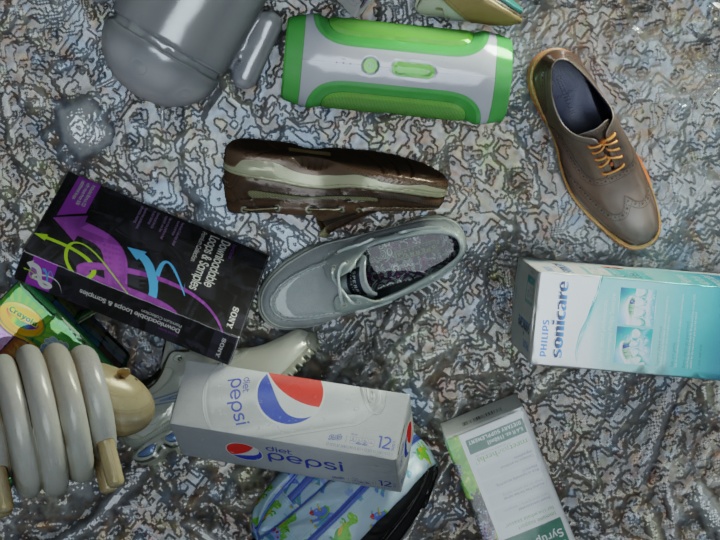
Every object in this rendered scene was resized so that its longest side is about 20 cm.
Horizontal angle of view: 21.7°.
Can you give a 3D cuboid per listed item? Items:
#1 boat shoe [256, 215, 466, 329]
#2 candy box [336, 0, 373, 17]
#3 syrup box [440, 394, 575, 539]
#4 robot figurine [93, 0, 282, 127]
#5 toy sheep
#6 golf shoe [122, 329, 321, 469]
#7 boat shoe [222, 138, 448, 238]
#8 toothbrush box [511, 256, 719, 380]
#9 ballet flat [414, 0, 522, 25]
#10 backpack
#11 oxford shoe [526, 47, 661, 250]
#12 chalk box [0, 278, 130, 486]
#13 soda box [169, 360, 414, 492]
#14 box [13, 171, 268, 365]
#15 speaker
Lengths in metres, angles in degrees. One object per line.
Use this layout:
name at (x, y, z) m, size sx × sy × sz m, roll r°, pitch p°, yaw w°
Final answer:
boat shoe at (0.001, 0.001, 1.684) m, size 0.200 × 0.072 × 0.070 m, roll -21°, pitch 96°, yaw 0°
candy box at (-0.017, -0.343, 1.597) m, size 0.200 × 0.072 × 0.168 m, roll 42°, pitch 62°, yaw 3°
syrup box at (0.145, 0.223, 1.709) m, size 0.078 × 0.081 × 0.201 m, roll -21°, pitch 95°, yaw 1°
robot figurine at (-0.150, -0.227, 1.633) m, size 0.169 × 0.113 × 0.201 m, roll 31°, pitch 94°, yaw -10°
toy sheep at (-0.266, 0.126, 1.536) m, size 0.199 × 0.138 × 0.139 m, roll -11°, pitch 97°, yaw -18°
golf shoe at (-0.134, 0.092, 1.688) m, size 0.199 × 0.078 × 0.098 m, roll -30°, pitch 93°, yaw 0°
boat shoe at (-0.024, -0.068, 1.684) m, size 0.201 × 0.075 × 0.075 m, roll 9°, pitch 110°, yaw 3°
toothbrush box at (0.240, 0.042, 1.662) m, size 0.198 × 0.146 × 0.086 m, roll 4°, pitch 95°, yaw -2°
ballet flat at (0.051, -0.263, 1.667) m, size 0.200 × 0.069 × 0.063 m, roll 37°, pitch 103°, yaw 4°
backpack at (-0.020, 0.214, 1.666) m, size 0.199 × 0.163 × 0.154 m, roll -33°, pitch 72°, yaw -6°
oxford shoe at (0.210, -0.105, 1.681) m, size 0.071 × 0.073 × 0.201 m, roll -32°, pitch 97°, yaw 1°
chalk box at (-0.286, 0.079, 1.656) m, size 0.124 × 0.125 × 0.200 m, roll 44°, pitch 92°, yaw -6°
soda box at (-0.057, 0.132, 1.600) m, size 0.199 × 0.068 × 0.064 m, roll 8°, pitch 61°, yaw 11°
box at (-0.186, -0.004, 1.643) m, size 0.199 × 0.143 × 0.036 m, roll 23°, pitch 122°, yaw -6°
speaker at (0.031, -0.178, 1.660) m, size 0.198 × 0.088 × 0.089 m, roll 5°, pitch 96°, yaw -3°
